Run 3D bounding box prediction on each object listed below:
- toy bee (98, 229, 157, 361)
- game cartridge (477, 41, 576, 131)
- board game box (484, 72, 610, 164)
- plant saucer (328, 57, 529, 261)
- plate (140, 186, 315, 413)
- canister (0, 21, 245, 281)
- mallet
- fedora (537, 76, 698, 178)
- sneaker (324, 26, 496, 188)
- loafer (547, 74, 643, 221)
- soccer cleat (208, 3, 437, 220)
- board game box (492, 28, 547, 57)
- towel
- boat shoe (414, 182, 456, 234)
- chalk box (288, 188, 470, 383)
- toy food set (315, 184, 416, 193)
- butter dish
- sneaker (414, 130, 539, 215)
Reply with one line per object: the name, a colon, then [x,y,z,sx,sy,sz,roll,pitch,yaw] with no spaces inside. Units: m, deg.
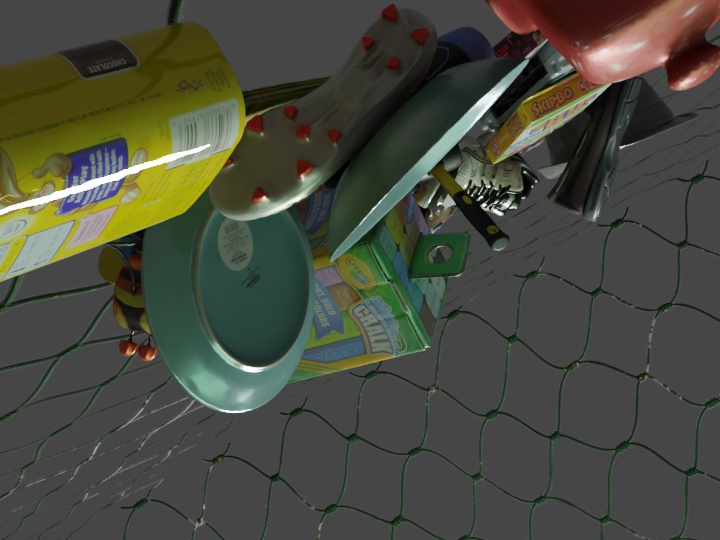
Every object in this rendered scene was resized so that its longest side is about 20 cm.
toy bee: [-0.163,0.009,0.892,0.130,0.110,0.199,20,-164,38]
game cartridge: [0.201,-0.199,1.095,0.133,0.042,0.200,-32,177,-20]
board game box: [0.184,-0.156,1.118,0.095,0.030,0.200,-28,174,-7]
plant saucer: [0.037,-0.090,0.815,0.201,0.039,0.201,-45,178,-2]
plate: [-0.087,0.006,0.860,0.025,0.202,0.200,-4,-173,34]
canister: [-0.173,-0.054,0.605,0.199,0.087,0.148,-25,169,-38]
mallet: [0.101,-0.078,1.088,0.065,0.200,0.041,-25,126,-14]
fedora: [0.280,-0.178,1.313,0.176,0.091,0.200,-23,180,-23]
sneaker: [0.034,-0.122,0.927,0.078,0.070,0.200,-32,175,-35]
loafer: [0.247,-0.154,1.188,0.072,0.063,0.202,-23,129,-66]
soccer cleat: [-0.020,-0.101,0.793,0.200,0.069,0.078,-43,164,-8]
board game box: [0.090,-0.146,1.014,0.120,0.032,0.200,-48,-178,-36]
towel: [-0.072,-0.112,0.827,0.199,0.018,0.086,-21,170,-47]
boat shoe: [0.062,-0.073,1.301,0.072,0.072,0.200,-41,178,23]
chalk box: [0.000,0.000,1.020,0.199,0.124,0.125,-17,-151,25]
toy food set: [-0.046,-0.034,1.169,0.199,0.061,0.143,-34,170,21]
butter dish: [0.208,-0.199,0.821,0.199,0.149,0.200,-32,171,15]
sneaker: [0.135,-0.098,1.241,0.200,0.088,0.076,-29,157,-52]
